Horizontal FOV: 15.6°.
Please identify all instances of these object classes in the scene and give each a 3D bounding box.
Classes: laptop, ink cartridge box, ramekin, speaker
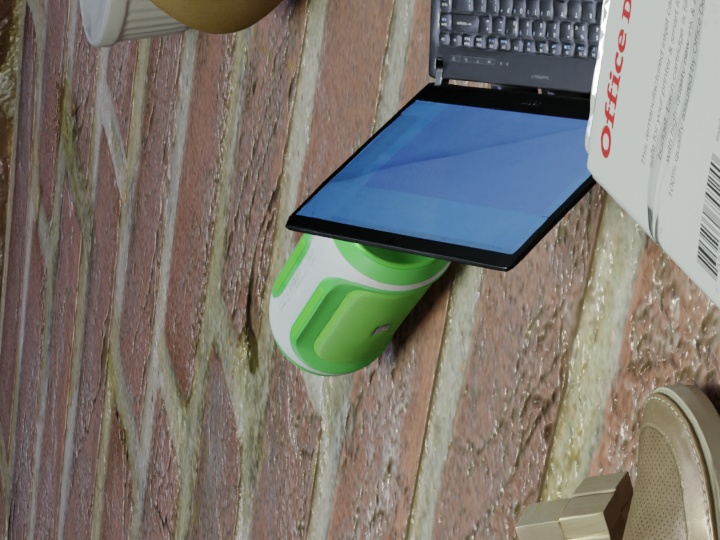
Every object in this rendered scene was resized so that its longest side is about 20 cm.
[{"bbox_3d":[0.055,-0.112,1.253,0.177,0.103,0.202,12,103,51],"label":"laptop"},{"bbox_3d":[0.162,-0.070,0.991,0.200,0.082,0.148,-123,36,-63],"label":"ink cartridge box"},{"bbox_3d":[-0.189,-0.295,2.297,0.202,0.093,0.204,179,90,-75],"label":"ramekin"},{"bbox_3d":[0.000,0.000,1.607,0.200,0.088,0.089,124,142,-65],"label":"speaker"}]

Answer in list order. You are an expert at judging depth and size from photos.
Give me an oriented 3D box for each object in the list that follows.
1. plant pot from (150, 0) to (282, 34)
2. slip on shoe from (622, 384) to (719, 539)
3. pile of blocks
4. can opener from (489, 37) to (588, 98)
[{"bbox_3d":[-0.105,-0.251,1.863,0.200,0.185,0.188,95,170,-72],"label":"plant pot"},{"bbox_3d":[0.133,0.151,1.158,0.076,0.060,0.202,161,107,-74],"label":"slip on shoe"},{"bbox_3d":[0.097,0.192,1.219,0.082,0.062,0.201,49,-141,-47],"label":"pile of blocks"},{"bbox_3d":[0.090,-0.170,1.361,0.067,0.053,0.202,30,-126,-70],"label":"can opener"}]
